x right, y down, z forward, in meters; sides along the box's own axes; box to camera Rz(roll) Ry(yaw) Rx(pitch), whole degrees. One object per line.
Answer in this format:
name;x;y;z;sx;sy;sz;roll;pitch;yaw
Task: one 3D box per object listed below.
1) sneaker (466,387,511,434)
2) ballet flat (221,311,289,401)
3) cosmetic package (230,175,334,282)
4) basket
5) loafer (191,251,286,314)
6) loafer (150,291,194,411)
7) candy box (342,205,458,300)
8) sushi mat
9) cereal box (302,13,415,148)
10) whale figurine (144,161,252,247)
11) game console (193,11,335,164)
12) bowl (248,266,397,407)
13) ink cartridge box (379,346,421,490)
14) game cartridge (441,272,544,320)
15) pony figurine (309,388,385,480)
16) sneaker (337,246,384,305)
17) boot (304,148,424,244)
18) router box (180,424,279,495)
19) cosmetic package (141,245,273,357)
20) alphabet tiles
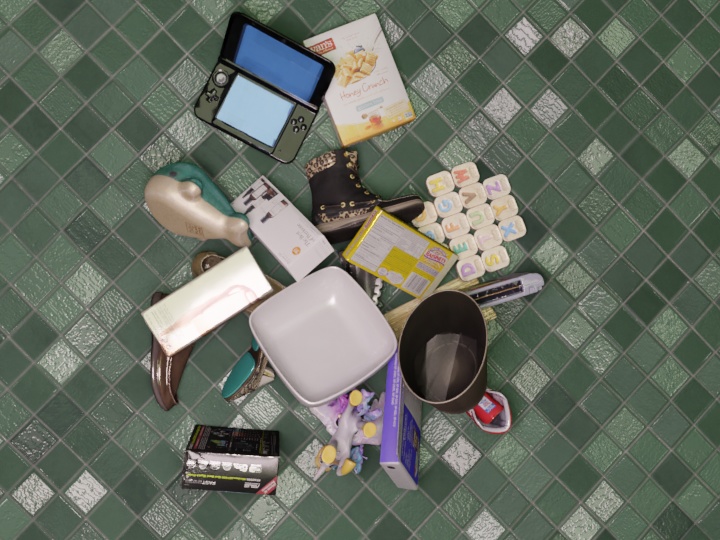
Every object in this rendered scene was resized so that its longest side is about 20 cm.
sneaker;0.182;0.207;1.583;0.200;0.112;0.071;41;84;-6
ballet flat;-0.165;0.146;1.569;0.075;0.068;0.202;19;105;-28
cosmetic package;-0.136;-0.073;1.543;0.082;0.051;0.200;-43;52;-5
basket;0.142;0.152;1.475;0.134;0.200;0.182;9;69;15
loafer;-0.202;0.030;1.579;0.198;0.067;0.077;24;85;-4
loafer;-0.318;0.137;1.559;0.070;0.073;0.203;-2;88;-5
candy box;0.071;-0.025;1.558;0.199;0.026;0.103;28;101;-37
sushi mat;0.137;0.084;1.638;0.198;0.012;0.097;-26;90;-7
cereal box;-0.003;-0.336;1.631;0.142;0.040;0.202;-22;90;-6
whale figurine;-0.262;-0.112;1.542;0.198;0.160;0.104;22;61;13
game console;-0.168;-0.308;1.575;0.198;0.116;0.177;27;85;-3
bowl;-0.060;0.115;1.489;0.198;0.075;0.201;-30;67;-21
ink cartridge box;0.065;0.234;1.502;0.043;0.201;0.200;-1;61;12
game cartridge;0.202;0.044;1.574;0.198;0.133;0.041;-16;87;-7
pony figurine;-0.023;0.259;1.541;0.165;0.200;0.195;28;71;-3
sneaker;0.000;0.000;1.605;0.089;0.066;0.203;11;83;-2
boot;0.000;-0.137;1.580;0.198;0.073;0.152;-16;66;7
router box;-0.208;0.306;1.498;0.148;0.200;0.063;6;92;-5
cosmetic package;-0.244;0.050;1.490;0.199;0.103;0.088;-33;90;-3
alphabet tiles;0.193;-0.088;1.646;0.193;0.015;0.202;-19;86;-6
